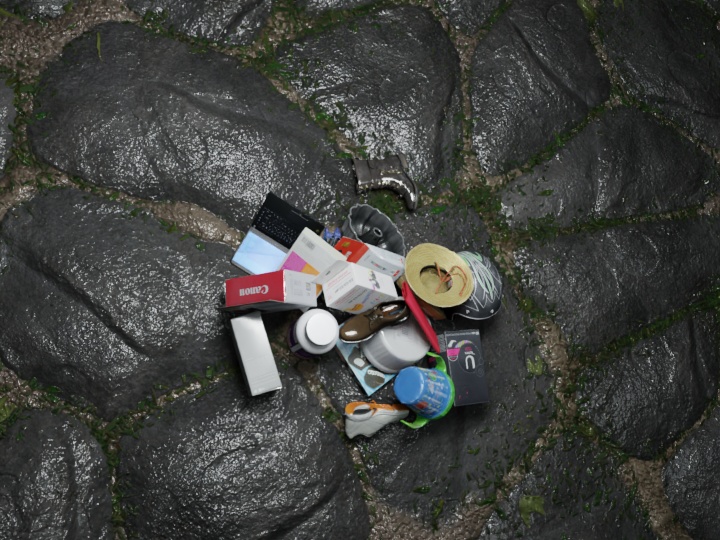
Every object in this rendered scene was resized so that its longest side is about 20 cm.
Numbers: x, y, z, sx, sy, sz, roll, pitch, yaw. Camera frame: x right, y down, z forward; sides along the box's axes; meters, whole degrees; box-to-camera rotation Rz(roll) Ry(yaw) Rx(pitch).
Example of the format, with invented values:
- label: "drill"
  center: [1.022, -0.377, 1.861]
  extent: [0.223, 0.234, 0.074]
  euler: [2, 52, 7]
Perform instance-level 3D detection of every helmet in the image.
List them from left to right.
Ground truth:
- label: "helmet"
  center: [0.306, 0.045, 1.756]
  extent: [0.197, 0.191, 0.203]
  euler: [5, 74, -17]

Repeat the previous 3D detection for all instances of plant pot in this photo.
- label: "plant pot"
  center: [0.157, 0.069, 1.719]
  extent: [0.200, 0.200, 0.028]
  euler: [44, 97, -4]

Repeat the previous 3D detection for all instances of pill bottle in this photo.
- label: "pill bottle"
  center: [-0.120, 0.163, 1.597]
  extent: [0.111, 0.200, 0.114]
  euler: [4, 77, -16]

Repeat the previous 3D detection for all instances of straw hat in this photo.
- label: "straw hat"
  center: [0.193, 0.032, 1.653]
  extent: [0.198, 0.085, 0.204]
  euler: [10, 58, -16]

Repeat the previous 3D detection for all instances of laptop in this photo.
- label: "laptop"
  center: [-0.223, -0.073, 1.671]
  extent: [0.176, 0.201, 0.104]
  euler: [31, 34, -8]

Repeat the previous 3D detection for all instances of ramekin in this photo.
- label: "ramekin"
  center: [0.101, 0.169, 1.692]
  extent: [0.198, 0.098, 0.203]
  euler: [13, 63, -27]

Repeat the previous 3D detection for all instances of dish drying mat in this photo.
- label: "dish drying mat"
  center: [0.156, 0.124, 1.610]
  extent: [0.018, 0.077, 0.201]
  euler: [-25, 121, 11]

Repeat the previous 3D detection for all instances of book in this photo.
- label: "book"
  center: [-0.142, 0.000, 1.617]
  extent: [0.133, 0.200, 0.048]
  euler: [37, 36, -4]

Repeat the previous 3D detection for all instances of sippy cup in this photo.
- label: "sippy cup"
  center: [0.159, 0.313, 1.629]
  extent: [0.130, 0.138, 0.180]
  euler: [30, 45, -46]

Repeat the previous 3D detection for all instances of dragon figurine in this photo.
- label: "dragon figurine"
  center: [-0.095, -0.017, 1.700]
  extent: [0.058, 0.099, 0.203]
  euler: [10, 75, -14]

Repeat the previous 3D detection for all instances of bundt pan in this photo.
- label: "bundt pan"
  center: [0.027, -0.085, 1.733]
  extent: [0.200, 0.076, 0.204]
  euler: [27, 40, -25]

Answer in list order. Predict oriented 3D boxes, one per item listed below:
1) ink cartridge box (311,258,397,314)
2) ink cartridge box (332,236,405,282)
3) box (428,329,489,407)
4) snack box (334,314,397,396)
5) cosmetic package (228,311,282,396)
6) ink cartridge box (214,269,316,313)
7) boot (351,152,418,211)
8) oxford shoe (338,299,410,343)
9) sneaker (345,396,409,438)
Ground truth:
- label: "ink cartridge box"
  center: [-0.015, 0.048, 1.579]
  extent: [0.199, 0.115, 0.069]
  euler: [19, 45, -43]
- label: "ink cartridge box"
  center: [0.000, 0.000, 1.634]
  extent: [0.198, 0.162, 0.051]
  euler: [15, 46, -31]
- label: "box"
  center: [0.269, 0.274, 1.733]
  extent: [0.121, 0.106, 0.203]
  euler: [-2, 78, -26]
- label: "snack box"
  center: [0.008, 0.227, 1.708]
  extent: [0.116, 0.037, 0.201]
  euler: [-33, 88, -23]
- label: "cosmetic package"
  center: [-0.272, 0.215, 1.590]
  extent: [0.089, 0.107, 0.203]
  euler: [-13, 83, -17]
- label: "ink cartridge box"
  center: [-0.238, 0.054, 1.552]
  extent: [0.175, 0.198, 0.085]
  euler: [13, 71, -58]
- label: "boot"
  center: [0.067, -0.252, 1.828]
  extent: [0.172, 0.069, 0.203]
  euler: [-14, 74, -17]
- label: "oxford shoe"
  center: [0.031, 0.120, 1.580]
  extent: [0.198, 0.085, 0.073]
  euler: [-26, 64, -6]
- label: "sneaker"
  center: [0.040, 0.400, 1.671]
  extent: [0.197, 0.076, 0.093]
  euler: [1, 109, -29]
